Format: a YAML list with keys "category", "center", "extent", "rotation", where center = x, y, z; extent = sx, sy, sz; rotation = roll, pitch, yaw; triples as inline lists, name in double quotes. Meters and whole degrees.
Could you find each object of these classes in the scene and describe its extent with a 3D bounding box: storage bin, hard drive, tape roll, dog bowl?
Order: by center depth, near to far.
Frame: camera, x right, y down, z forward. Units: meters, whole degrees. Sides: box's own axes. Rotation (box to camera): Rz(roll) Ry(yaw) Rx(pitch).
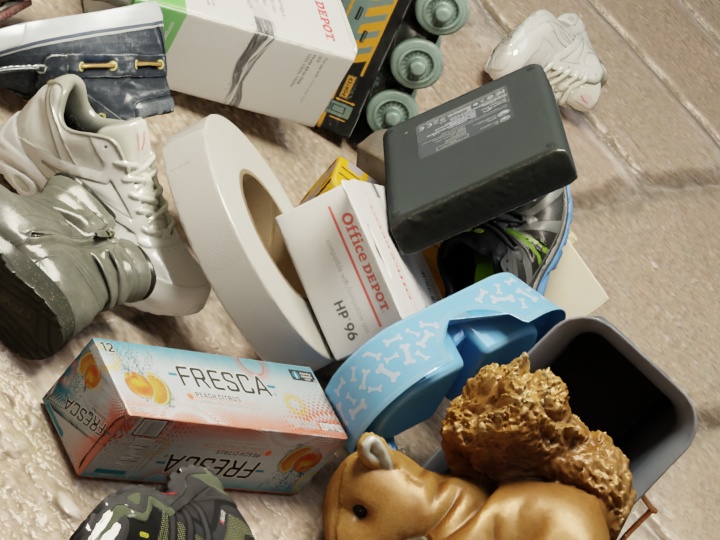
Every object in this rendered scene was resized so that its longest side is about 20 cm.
- category: "dog bowl"
  center: [0.056, 0.064, 1.634]
  extent: [0.200, 0.111, 0.050]
  rotation: [-24, 65, -37]
- category: "tape roll"
  center: [-0.075, -0.018, 1.679]
  extent: [0.203, 0.037, 0.203]
  rotation: [59, 12, -22]
- category: "storage bin"
  center: [0.151, 0.128, 1.687]
  extent: [0.146, 0.200, 0.134]
  rotation: [42, 14, 2]
- category: "hard drive"
  center: [0.086, -0.087, 1.755]
  extent: [0.200, 0.140, 0.033]
  rotation: [-92, 157, -68]

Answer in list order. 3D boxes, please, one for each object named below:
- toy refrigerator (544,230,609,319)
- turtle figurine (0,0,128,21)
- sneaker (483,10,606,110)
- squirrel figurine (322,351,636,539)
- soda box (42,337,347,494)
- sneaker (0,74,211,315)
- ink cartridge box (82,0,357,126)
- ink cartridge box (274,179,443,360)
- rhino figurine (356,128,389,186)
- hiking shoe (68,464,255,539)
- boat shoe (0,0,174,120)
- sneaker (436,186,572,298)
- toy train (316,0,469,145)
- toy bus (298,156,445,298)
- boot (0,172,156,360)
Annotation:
- category: "toy refrigerator"
  center: [0.154, 0.002, 1.911]
  extent: [0.076, 0.070, 0.200]
  rotation: [55, 5, -2]
- category: "turtle figurine"
  center: [-0.259, -0.269, 1.752]
  extent: [0.194, 0.144, 0.200]
  rotation: [7, 45, -19]
- category: "sneaker"
  center: [0.198, -0.204, 2.340]
  extent: [0.099, 0.078, 0.200]
  rotation: [51, 29, 11]
- category: "squirrel figurine"
  center: [0.077, 0.158, 1.564]
  extent: [0.187, 0.200, 0.142]
  rotation: [28, -18, 8]
- category: "soda box"
  center: [-0.106, 0.098, 1.530]
  extent: [0.200, 0.064, 0.068]
  rotation: [11, 40, -46]
- category: "sneaker"
  center: [-0.170, -0.055, 1.631]
  extent: [0.200, 0.099, 0.078]
  rotation: [45, 28, 8]
- category: "ink cartridge box"
  center: [-0.118, -0.210, 1.910]
  extent: [0.200, 0.084, 0.146]
  rotation: [14, 37, -26]
- category: "ink cartridge box"
  center: [0.000, 0.000, 1.704]
  extent: [0.116, 0.068, 0.200]
  rotation: [66, 10, 5]
- category: "rhino figurine"
  center: [0.060, -0.069, 1.914]
  extent: [0.087, 0.060, 0.200]
  rotation: [30, 0, -30]
- category: "hiking shoe"
  center: [-0.113, 0.179, 1.388]
  extent: [0.101, 0.076, 0.200]
  rotation: [44, 26, 12]
- category: "boat shoe"
  center: [-0.223, -0.140, 1.723]
  extent: [0.200, 0.071, 0.091]
  rotation: [-16, 97, -36]
- category: "sneaker"
  center: [0.106, -0.020, 1.765]
  extent: [0.083, 0.071, 0.200]
  rotation: [43, 53, -41]
- category: "toy train"
  center: [0.016, -0.199, 1.990]
  extent: [0.114, 0.200, 0.085]
  rotation: [20, 26, -11]
- category: "toy bus"
  center: [0.040, 0.000, 1.862]
  extent: [0.200, 0.065, 0.078]
  rotation: [37, 25, -9]
- category: "boot"
  center: [-0.233, -0.037, 1.553]
  extent: [0.200, 0.068, 0.131]
  rotation: [50, 33, -1]
